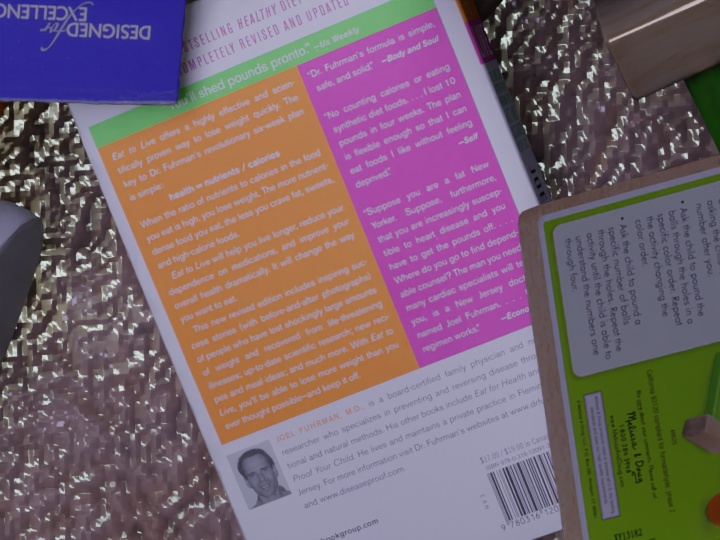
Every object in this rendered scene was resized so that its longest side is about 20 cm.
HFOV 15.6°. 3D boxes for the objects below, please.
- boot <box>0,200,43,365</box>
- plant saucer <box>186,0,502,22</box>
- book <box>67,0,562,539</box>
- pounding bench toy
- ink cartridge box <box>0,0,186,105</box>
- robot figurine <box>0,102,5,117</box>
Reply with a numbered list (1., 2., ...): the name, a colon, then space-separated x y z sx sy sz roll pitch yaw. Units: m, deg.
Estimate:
1. boot: -0.194 0.047 0.913 0.095 0.074 0.201 31 97 11
2. plant saucer: -0.029 -0.155 0.874 0.199 0.029 0.201 4 103 19
3. book: 0.000 0.000 0.852 0.133 0.048 0.201 -20 93 14
4. pounding bench toy: 0.132 0.021 0.775 0.124 0.156 0.201 -16 61 17
5. ink cartridge box: -0.132 -0.144 0.751 0.197 0.043 0.201 -1 104 -21
6. robot figurine: -0.188 -0.047 0.862 0.116 0.144 0.200 4 42 23
